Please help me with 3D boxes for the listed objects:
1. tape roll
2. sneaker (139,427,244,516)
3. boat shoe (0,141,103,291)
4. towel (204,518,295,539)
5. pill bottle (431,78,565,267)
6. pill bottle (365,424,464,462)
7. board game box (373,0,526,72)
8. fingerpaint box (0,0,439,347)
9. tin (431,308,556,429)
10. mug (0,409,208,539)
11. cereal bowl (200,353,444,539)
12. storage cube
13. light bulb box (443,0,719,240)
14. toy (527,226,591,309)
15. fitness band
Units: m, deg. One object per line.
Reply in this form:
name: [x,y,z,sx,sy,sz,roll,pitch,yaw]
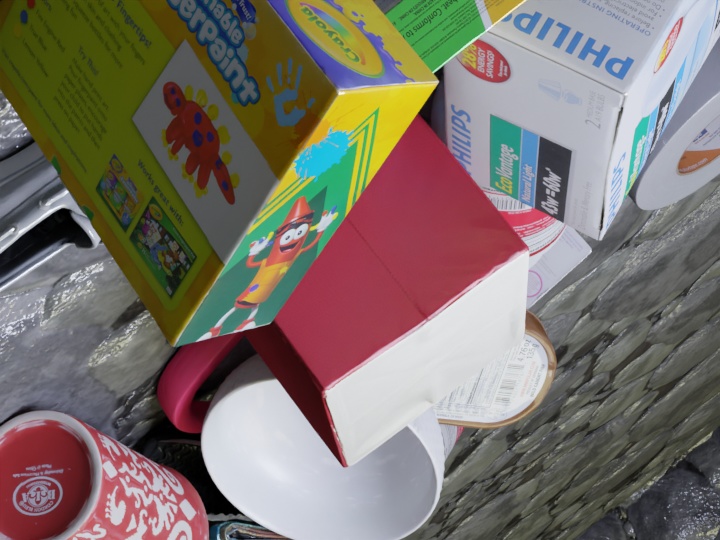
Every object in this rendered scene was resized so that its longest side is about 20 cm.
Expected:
tape roll: [0.315,-0.148,1.468,0.199,0.066,0.201,-32,157,-15]
sneaker: [-0.116,0.165,1.408,0.199,0.090,0.070,17,119,-33]
boat shoe: [-0.167,-0.041,0.905,0.199,0.069,0.072,-29,157,-23]
towel: [-0.117,0.231,1.403,0.146,0.022,0.199,9,171,-37]
pill bottle: [0.109,-0.074,1.201,0.112,0.113,0.200,-33,159,-13]
pill bottle: [0.035,0.134,1.431,0.113,0.112,0.200,-55,177,37]
board game box: [0.008,-0.140,0.867,0.153,0.040,0.200,-38,-161,-2]
fingerpaint box: [-0.080,-0.097,0.750,0.073,0.200,0.167,-11,146,-47]
tin: [0.072,0.076,1.328,0.198,0.042,0.113,8,114,-19]
mug: [-0.227,0.202,1.217,0.177,0.134,0.200,-38,155,-3]
cereal bowl: [-0.025,0.129,1.272,0.084,0.199,0.201,-73,-171,-46]
storage cube: [0.000,0.000,1.104,0.170,0.180,0.200,-34,157,-10]
light bulb box: [0.153,-0.163,1.012,0.201,0.124,0.199,-58,164,-19]
toy: [0.089,0.005,1.369,0.200,0.115,0.047,-42,179,7]
fitness band: [-0.084,0.057,1.287,0.200,0.038,0.143,-50,154,24]
